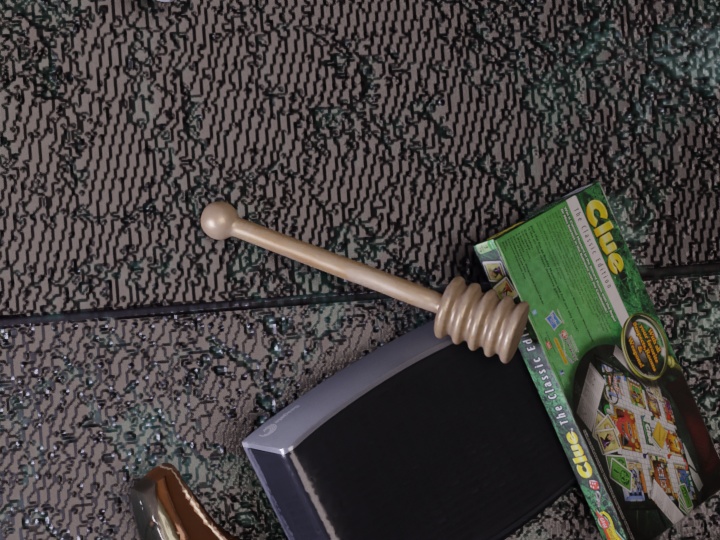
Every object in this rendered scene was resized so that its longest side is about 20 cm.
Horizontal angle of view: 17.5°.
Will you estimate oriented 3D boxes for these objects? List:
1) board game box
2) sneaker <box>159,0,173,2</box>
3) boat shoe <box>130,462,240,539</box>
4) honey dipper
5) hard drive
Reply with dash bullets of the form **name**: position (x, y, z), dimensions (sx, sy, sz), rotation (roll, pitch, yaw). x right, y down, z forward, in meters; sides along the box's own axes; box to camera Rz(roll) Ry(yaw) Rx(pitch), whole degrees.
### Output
- **board game box**: position (0.145, 0.057, 1.382), dimensions (0.104, 0.023, 0.201), rotation (-26, 94, -39)
- **sneaker**: position (-0.129, -0.254, 1.329), dimensions (0.099, 0.078, 0.201), rotation (-25, 95, -14)
- **boat shoe**: position (-0.060, 0.193, 1.341), dimensions (0.074, 0.076, 0.201), rotation (-34, 104, -15)
- **honey dipper**: position (0.000, 0.000, 1.343), dimensions (0.199, 0.038, 0.038), rotation (22, 85, 12)
- **hard drive**: position (0.043, 0.106, 1.349), dimensions (0.199, 0.042, 0.136), rotation (-28, 95, -27)
